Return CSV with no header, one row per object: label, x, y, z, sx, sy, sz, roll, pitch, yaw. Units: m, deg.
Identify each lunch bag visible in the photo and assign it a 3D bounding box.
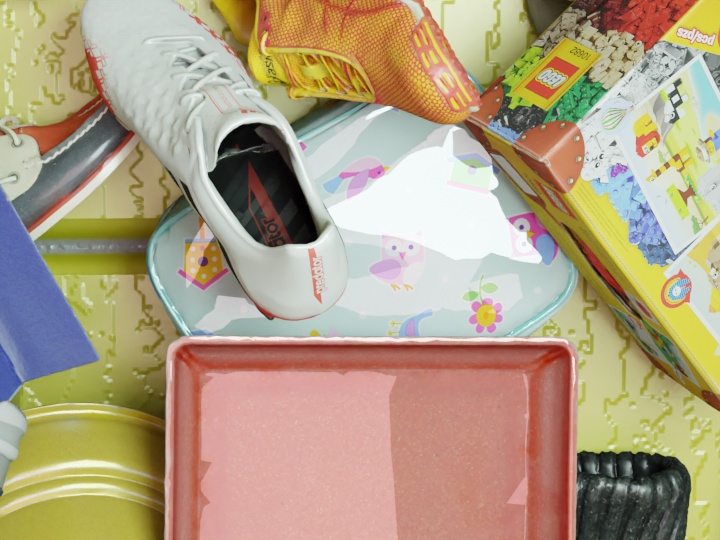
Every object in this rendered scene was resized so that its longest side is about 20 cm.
lunch bag,0.000,0.000,1.085,0.200,0.077,0.161,-32,100,1

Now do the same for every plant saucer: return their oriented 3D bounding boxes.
plant saucer,0.003,0.130,1.038,0.199,0.037,0.200,0,92,-11

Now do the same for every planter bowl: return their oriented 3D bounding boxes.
planter bowl,-0.142,0.171,1.057,0.200,0.084,0.201,-8,121,-13

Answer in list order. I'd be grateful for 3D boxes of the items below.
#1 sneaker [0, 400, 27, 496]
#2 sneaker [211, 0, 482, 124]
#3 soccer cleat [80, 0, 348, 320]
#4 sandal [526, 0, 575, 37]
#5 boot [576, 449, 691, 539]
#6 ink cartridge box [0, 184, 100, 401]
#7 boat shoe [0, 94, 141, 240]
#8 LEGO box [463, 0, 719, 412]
sneaker,-0.259,0.085,0.992,0.199,0.075,0.082,7,74,4
sneaker,-0.006,-0.102,1.018,0.077,0.200,0.073,-38,121,-9
soccer cleat,-0.067,-0.066,0.995,0.069,0.085,0.200,-27,70,-15
sandal,0.107,-0.177,1.063,0.080,0.054,0.201,-4,106,27
boot,0.073,0.178,1.109,0.211,0.079,0.158,-9,105,-13
ink cartridge box,-0.258,0.003,1.025,0.200,0.047,0.198,-16,119,22
boat shoe,-0.182,-0.039,1.074,0.200,0.071,0.063,-40,100,7
LEGO box,0.166,-0.051,1.030,0.149,0.077,0.200,-45,125,-5
